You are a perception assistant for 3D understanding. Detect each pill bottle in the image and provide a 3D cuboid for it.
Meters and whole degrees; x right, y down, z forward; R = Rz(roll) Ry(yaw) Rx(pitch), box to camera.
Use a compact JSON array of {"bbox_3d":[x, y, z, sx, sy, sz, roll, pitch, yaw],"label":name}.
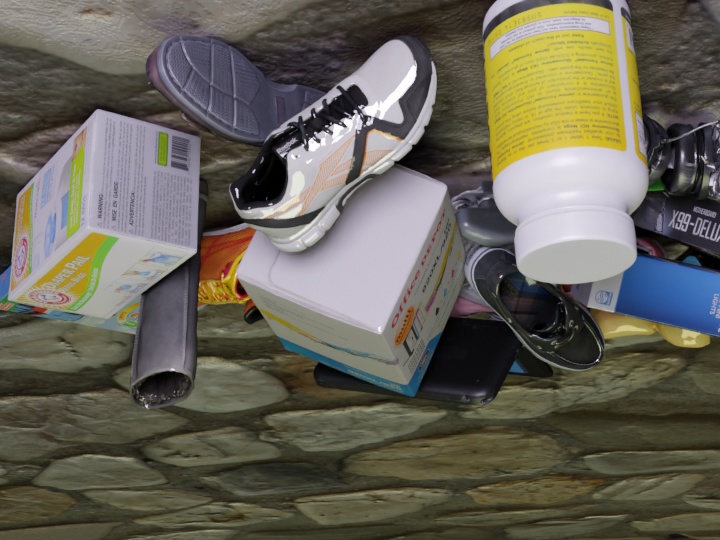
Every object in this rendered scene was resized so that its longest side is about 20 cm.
[{"bbox_3d":[0.148,-0.099,0.992,0.111,0.202,0.113,-1,158,0],"label":"pill bottle"}]

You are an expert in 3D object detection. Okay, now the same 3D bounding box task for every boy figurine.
[{"bbox_3d":[0.293,0.044,1.465,0.199,0.065,0.124,1,-160,45],"label":"boy figurine"}]

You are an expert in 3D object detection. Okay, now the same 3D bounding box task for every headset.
[{"bbox_3d":[0.256,-0.086,1.175,0.122,0.095,0.200,7,168,-21],"label":"headset"}]

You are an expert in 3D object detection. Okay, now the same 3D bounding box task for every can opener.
[{"bbox_3d":[0.176,-0.050,1.307,0.198,0.067,0.053,0,157,-17],"label":"can opener"}]

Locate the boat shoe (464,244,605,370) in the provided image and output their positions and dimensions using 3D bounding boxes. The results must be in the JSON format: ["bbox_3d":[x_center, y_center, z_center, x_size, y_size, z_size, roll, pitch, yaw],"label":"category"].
[{"bbox_3d":[0.176,0.046,1.324,0.199,0.057,0.069,37,95,-33],"label":"boat shoe"}]

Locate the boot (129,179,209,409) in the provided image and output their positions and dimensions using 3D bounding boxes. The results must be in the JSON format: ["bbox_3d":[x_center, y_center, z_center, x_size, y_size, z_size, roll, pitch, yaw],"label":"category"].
[{"bbox_3d":[-0.188,0.033,1.292,0.072,0.202,0.182,3,158,-19],"label":"boot"}]

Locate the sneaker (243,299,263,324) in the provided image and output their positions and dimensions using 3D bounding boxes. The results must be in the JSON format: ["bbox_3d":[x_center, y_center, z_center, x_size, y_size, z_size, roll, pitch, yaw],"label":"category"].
[{"bbox_3d":[-0.028,0.048,1.403,0.198,0.091,0.070,19,162,23],"label":"sneaker"}]

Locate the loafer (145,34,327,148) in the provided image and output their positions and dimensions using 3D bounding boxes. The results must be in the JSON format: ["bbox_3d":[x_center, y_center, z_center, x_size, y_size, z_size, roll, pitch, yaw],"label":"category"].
[{"bbox_3d":[-0.096,-0.126,1.089,0.063,0.073,0.199,-16,157,41],"label":"loafer"}]

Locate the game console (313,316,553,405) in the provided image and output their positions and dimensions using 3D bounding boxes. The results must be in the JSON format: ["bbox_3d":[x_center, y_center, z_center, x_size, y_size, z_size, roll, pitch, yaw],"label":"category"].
[{"bbox_3d":[0.079,0.109,1.428,0.198,0.176,0.117,3,126,26],"label":"game console"}]

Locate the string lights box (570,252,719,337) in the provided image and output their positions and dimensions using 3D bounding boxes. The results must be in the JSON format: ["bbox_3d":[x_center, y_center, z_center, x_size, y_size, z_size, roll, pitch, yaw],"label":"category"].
[{"bbox_3d":[0.306,0.024,1.293,0.198,0.060,0.103,12,-175,-2],"label":"string lights box"}]

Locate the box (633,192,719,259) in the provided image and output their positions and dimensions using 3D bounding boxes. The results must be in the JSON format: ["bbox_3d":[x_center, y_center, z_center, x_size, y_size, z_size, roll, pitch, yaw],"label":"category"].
[{"bbox_3d":[0.380,-0.022,1.299,0.199,0.050,0.157,17,-174,-37],"label":"box"}]

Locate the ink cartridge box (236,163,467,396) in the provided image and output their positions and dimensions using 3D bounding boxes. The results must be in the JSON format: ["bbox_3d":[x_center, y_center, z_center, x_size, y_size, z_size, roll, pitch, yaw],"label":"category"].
[{"bbox_3d":[0.000,0.000,1.240,0.143,0.148,0.200,20,165,17],"label":"ink cartridge box"}]

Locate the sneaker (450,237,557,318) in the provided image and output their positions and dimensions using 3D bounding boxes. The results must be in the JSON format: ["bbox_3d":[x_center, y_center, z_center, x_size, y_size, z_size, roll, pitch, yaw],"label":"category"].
[{"bbox_3d":[0.115,0.015,1.429,0.198,0.076,0.105,2,158,21],"label":"sneaker"}]

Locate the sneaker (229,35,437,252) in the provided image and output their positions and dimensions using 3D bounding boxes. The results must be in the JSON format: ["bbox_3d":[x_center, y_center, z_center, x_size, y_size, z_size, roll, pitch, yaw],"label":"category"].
[{"bbox_3d":[-0.020,-0.100,1.053,0.200,0.074,0.080,-50,142,11],"label":"sneaker"}]

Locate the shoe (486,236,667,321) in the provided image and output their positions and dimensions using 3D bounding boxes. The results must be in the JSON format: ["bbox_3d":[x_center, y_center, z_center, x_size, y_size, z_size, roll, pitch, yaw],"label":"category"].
[{"bbox_3d":[0.213,0.007,1.407,0.198,0.072,0.091,-15,173,17],"label":"shoe"}]

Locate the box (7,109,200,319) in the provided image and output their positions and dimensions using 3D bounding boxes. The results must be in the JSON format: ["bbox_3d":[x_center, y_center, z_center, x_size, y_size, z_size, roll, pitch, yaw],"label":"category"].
[{"bbox_3d":[-0.231,-0.043,1.224,0.101,0.114,0.200,13,155,-30],"label":"box"}]

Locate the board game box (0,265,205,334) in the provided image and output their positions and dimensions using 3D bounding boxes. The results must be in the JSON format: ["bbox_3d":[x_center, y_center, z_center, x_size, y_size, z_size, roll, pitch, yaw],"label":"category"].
[{"bbox_3d":[-0.274,0.020,1.476,0.198,0.037,0.151,12,154,-32],"label":"board game box"}]

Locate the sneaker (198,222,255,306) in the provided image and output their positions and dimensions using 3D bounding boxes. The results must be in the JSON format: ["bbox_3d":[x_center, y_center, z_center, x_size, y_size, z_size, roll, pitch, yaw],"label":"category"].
[{"bbox_3d":[-0.136,0.001,1.367,0.199,0.078,0.073,-24,121,35],"label":"sneaker"}]

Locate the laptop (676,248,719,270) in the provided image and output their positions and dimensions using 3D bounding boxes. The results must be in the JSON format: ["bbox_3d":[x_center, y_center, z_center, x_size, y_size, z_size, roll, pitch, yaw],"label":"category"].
[{"bbox_3d":[0.431,0.037,1.474,0.175,0.201,0.104,3,121,-13],"label":"laptop"}]
